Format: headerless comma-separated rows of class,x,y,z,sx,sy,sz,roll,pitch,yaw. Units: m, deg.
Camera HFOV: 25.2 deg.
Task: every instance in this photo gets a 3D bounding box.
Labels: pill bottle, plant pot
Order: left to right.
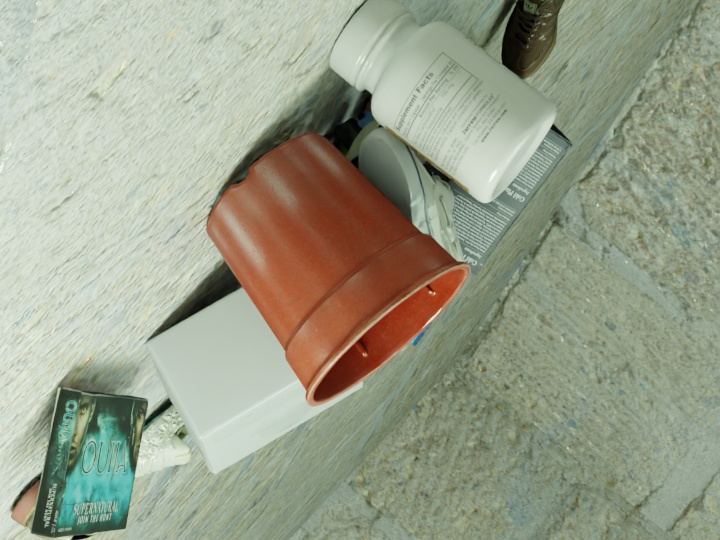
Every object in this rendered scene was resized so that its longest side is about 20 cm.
plant pot,-0.032,-0.011,1.530,0.200,0.196,0.201,-37,167,-10
pill bottle,0.073,-0.165,1.505,0.115,0.200,0.114,-49,170,-12

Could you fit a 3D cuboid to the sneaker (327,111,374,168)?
sneaker,-0.041,-0.087,1.700,0.082,0.071,0.200,-14,146,-44

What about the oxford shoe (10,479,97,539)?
oxford shoe,-0.293,0.250,1.689,0.071,0.075,0.200,-54,170,14

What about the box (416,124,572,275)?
box,0.112,-0.130,1.802,0.183,0.104,0.200,-55,-150,14

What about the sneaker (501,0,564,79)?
sneaker,0.213,-0.326,1.990,0.075,0.070,0.201,-20,139,-53

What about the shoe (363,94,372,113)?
shoe,0.038,-0.170,1.704,0.091,0.071,0.200,-58,174,4

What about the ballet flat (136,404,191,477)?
ballet flat,-0.207,0.184,1.882,0.200,0.072,0.072,-44,168,-35

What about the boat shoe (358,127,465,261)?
boat shoe,0.059,-0.062,1.595,0.070,0.071,0.201,-41,123,-32

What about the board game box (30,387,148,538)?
board game box,-0.257,0.184,1.554,0.200,0.028,0.137,31,69,-78

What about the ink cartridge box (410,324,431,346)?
ink cartridge box,0.082,-0.016,2.109,0.201,0.116,0.067,-54,171,-2

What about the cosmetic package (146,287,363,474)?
cosmetic package,-0.107,0.100,1.717,0.198,0.123,0.200,-30,167,-10

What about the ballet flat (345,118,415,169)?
ballet flat,0.011,-0.093,1.628,0.071,0.069,0.201,8,116,-27
